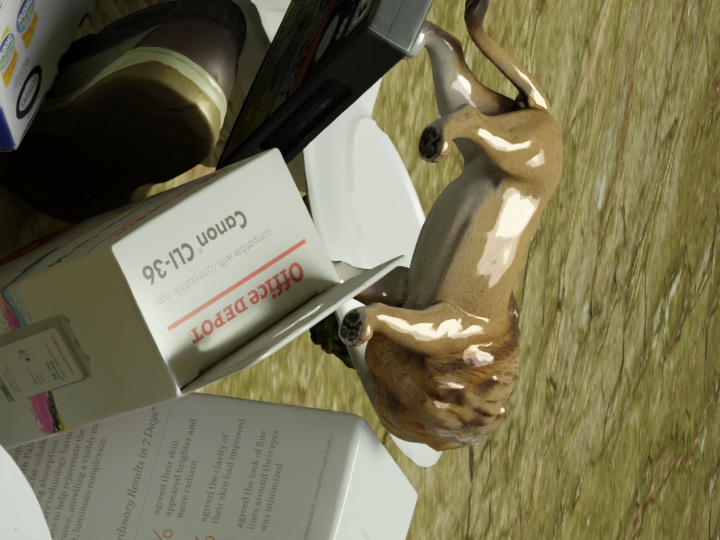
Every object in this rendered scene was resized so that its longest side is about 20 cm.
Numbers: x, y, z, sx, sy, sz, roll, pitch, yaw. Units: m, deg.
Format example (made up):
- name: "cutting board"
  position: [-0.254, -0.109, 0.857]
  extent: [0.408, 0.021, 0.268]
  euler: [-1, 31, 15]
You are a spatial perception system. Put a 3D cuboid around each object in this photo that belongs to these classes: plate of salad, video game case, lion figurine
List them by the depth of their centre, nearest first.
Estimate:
- name: "lion figurine"
  position: [0.046, -0.016, 1.074]
  extent: [0.122, 0.072, 0.200]
  euler: [15, 107, -42]
- name: "video game case"
  position: [0.011, -0.145, 1.097]
  extent: [0.181, 0.025, 0.200]
  euler: [-37, -153, 61]
- name: "plate of salad"
  position: [0.000, 0.000, 1.212]
  extent: [0.200, 0.048, 0.201]
  euler: [-15, 90, -76]

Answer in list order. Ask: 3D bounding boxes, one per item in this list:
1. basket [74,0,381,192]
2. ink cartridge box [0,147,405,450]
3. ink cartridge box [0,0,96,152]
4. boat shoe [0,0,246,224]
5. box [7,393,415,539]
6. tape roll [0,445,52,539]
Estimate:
- name: "basket"
  position: [-0.069, -0.144, 1.253]
  extent: [0.200, 0.123, 0.136]
  euler: [62, 40, -59]
- name: "ink cartridge box"
  position: [-0.092, 0.012, 1.023]
  extent: [0.116, 0.200, 0.068]
  euler: [-36, 104, -49]
- name: "ink cartridge box"
  position: [-0.167, -0.145, 1.036]
  extent: [0.200, 0.076, 0.137]
  euler: [75, 28, -45]
- name: "boat shoe"
  position: [-0.105, -0.071, 1.095]
  extent: [0.072, 0.201, 0.066]
  euler: [42, 64, -16]
- name: "box"
  position: [-0.094, 0.141, 1.147]
  extent: [0.106, 0.199, 0.153]
  euler: [56, 45, -61]
- name: "tape roll"
  position: [-0.207, 0.136, 0.911]
  extent: [0.200, 0.066, 0.201]
  euler: [-6, 98, -43]
